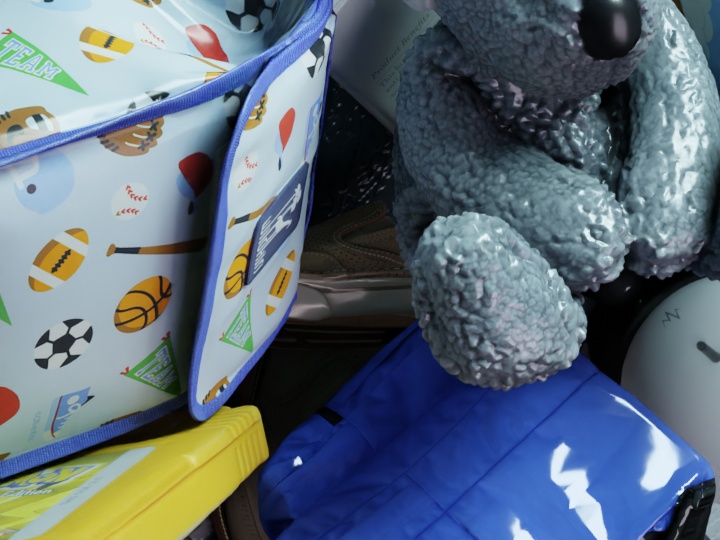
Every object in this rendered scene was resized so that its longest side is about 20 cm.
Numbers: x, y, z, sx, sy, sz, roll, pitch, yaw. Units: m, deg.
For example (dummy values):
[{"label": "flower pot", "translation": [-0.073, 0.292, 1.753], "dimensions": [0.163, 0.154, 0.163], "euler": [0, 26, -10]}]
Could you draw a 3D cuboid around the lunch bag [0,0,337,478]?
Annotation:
[{"label": "lunch bag", "translation": [-0.101, -0.024, 0.941], "dimensions": [0.200, 0.124, 0.170], "euler": [-18, 139, -28]}]

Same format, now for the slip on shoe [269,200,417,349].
[{"label": "slip on shoe", "translation": [0.000, 0.000, 1.102], "dimensions": [0.199, 0.061, 0.076], "euler": [3, 168, -5]}]

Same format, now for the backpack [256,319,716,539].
[{"label": "backpack", "translation": [0.031, 0.133, 1.052], "dimensions": [0.200, 0.168, 0.163], "euler": [-45, 157, -12]}]

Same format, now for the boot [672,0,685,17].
[{"label": "boot", "translation": [0.145, -0.119, 1.076], "dimensions": [0.155, 0.074, 0.200], "euler": [36, 81, -13]}]

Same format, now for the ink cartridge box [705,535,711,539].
[{"label": "ink cartridge box", "translation": [0.111, 0.201, 1.285], "dimensions": [0.200, 0.129, 0.125], "euler": [-9, 135, -37]}]

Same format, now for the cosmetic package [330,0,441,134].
[{"label": "cosmetic package", "translation": [0.032, -0.110, 1.069], "dimensions": [0.101, 0.071, 0.200], "euler": [-49, 147, 1]}]

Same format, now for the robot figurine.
[{"label": "robot figurine", "translation": [0.186, 0.053, 1.314], "dimensions": [0.150, 0.200, 0.125], "euler": [1, 96, -6]}]

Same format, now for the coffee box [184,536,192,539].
[{"label": "coffee box", "translation": [-0.097, 0.192, 1.156], "dimensions": [0.080, 0.114, 0.200], "euler": [-36, 145, -18]}]

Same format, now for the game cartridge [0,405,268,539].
[{"label": "game cartridge", "translation": [-0.145, 0.097, 0.938], "dimensions": [0.200, 0.176, 0.033], "euler": [-41, 119, -68]}]

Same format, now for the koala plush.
[{"label": "koala plush", "translation": [0.071, -0.093, 0.950], "dimensions": [0.177, 0.184, 0.200], "euler": [-19, 121, -9]}]

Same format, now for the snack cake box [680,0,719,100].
[{"label": "snack cake box", "translation": [0.195, -0.117, 1.017], "dimensions": [0.115, 0.067, 0.200], "euler": [-20, 96, -15]}]

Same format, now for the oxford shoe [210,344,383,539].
[{"label": "oxford shoe", "translation": [-0.026, 0.096, 1.201], "dimensions": [0.070, 0.075, 0.200], "euler": [-27, 140, -30]}]
